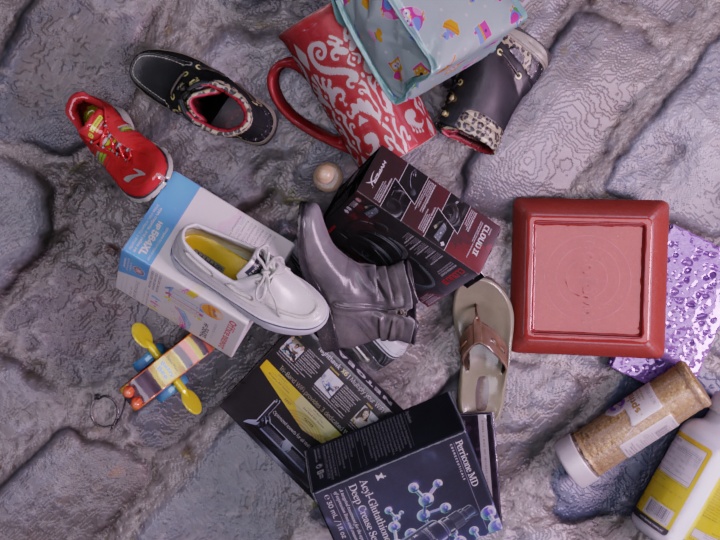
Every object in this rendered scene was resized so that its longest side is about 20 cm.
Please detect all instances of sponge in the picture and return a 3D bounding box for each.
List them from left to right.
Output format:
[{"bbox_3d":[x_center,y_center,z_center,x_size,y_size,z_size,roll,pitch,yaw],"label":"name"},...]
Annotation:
[{"bbox_3d":[0.409,0.055,1.578,0.110,0.030,0.202,23,93,-1],"label":"sponge"}]

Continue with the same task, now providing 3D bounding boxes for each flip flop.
[{"bbox_3d":[0.155,0.106,1.563,0.080,0.058,0.203,3,99,5],"label":"flip flop"}]

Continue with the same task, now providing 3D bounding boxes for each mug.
[{"bbox_3d":[-0.008,-0.229,1.531,0.133,0.177,0.202,-34,99,-34],"label":"mug"}]

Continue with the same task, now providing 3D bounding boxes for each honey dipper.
[{"bbox_3d":[-0.043,-0.113,1.481,0.037,0.200,0.039,0,94,1],"label":"honey dipper"}]

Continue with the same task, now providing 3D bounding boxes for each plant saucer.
[{"bbox_3d":[0.289,0.010,1.552,0.197,0.037,0.203,2,94,11],"label":"plant saucer"}]

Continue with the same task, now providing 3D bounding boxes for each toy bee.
[{"bbox_3d":[-0.256,0.143,1.545,0.130,0.109,0.201,31,93,-4],"label":"toy bee"}]

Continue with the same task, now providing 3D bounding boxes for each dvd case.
[{"bbox_3d":[0.080,0.263,1.583,0.197,0.016,0.151,-4,94,11],"label":"dvd case"}]

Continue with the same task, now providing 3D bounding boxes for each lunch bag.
[{"bbox_3d":[0.063,-0.320,1.413,0.170,0.122,0.201,-34,88,-29],"label":"lunch bag"}]

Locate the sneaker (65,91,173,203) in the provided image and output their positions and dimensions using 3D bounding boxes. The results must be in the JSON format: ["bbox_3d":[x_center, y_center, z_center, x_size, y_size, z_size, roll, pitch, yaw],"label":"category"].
[{"bbox_3d":[-0.303,-0.153,1.491,0.077,0.085,0.200,-52,52,3],"label":"sneaker"}]

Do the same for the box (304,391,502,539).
[{"bbox_3d":[0.051,0.266,1.489,0.198,0.107,0.150,-23,112,0],"label":"box"}]

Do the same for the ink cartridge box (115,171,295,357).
[{"bbox_3d":[-0.182,0.001,1.504,0.199,0.129,0.126,31,64,-1],"label":"ink cartridge box"}]

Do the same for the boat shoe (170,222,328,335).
[{"bbox_3d":[-0.121,0.002,1.403,0.201,0.086,0.075,31,64,-3],"label":"boat shoe"}]

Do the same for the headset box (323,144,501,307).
[{"bbox_3d":[0.064,-0.045,1.496,0.199,0.149,0.078,35,64,-10],"label":"headset box"}]

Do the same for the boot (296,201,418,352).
[{"bbox_3d":[0.000,0.000,1.475,0.130,0.070,0.202,-9,115,11],"label":"boot"}]

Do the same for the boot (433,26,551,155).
[{"bbox_3d":[0.122,-0.253,1.524,0.202,0.073,0.155,29,81,-6],"label":"boot"}]

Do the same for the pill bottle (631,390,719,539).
[{"bbox_3d":[0.437,0.260,1.550,0.111,0.112,0.202,29,93,-2],"label":"pill bottle"}]

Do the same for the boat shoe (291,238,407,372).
[{"bbox_3d":[-0.028,0.047,1.555,0.071,0.072,0.200,-43,85,18],"label":"boat shoe"}]

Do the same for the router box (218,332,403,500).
[{"bbox_3d":[-0.056,0.181,1.560,0.200,0.052,0.157,45,101,0],"label":"router box"}]

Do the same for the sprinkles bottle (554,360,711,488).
[{"bbox_3d":[0.344,0.195,1.551,0.199,0.068,0.069,-36,93,13],"label":"sprinkles bottle"}]

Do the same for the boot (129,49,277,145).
[{"bbox_3d":[-0.203,-0.218,1.487,0.202,0.154,0.074,27,96,3],"label":"boot"}]
